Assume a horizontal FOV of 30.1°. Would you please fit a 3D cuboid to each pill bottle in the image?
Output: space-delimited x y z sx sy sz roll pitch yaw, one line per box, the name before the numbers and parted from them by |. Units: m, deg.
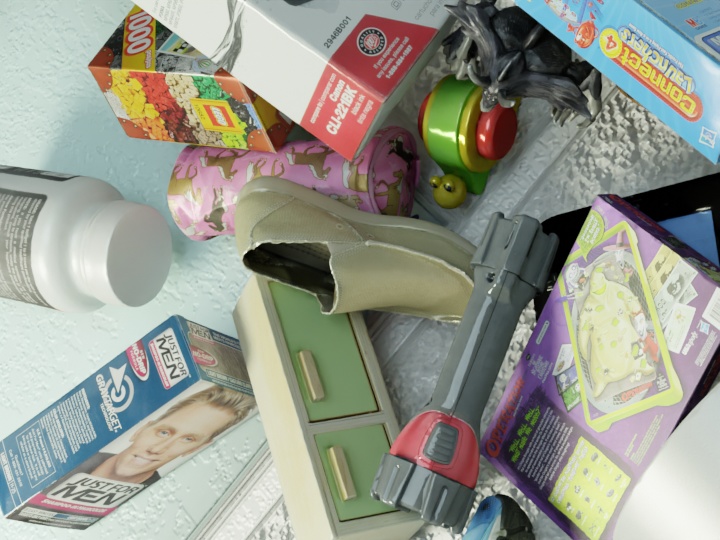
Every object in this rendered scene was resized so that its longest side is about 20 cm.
pill bottle | -0.256 -0.025 1.104 0.198 0.110 0.112 9 80 31

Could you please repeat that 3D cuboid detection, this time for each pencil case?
pencil case | -0.052 -0.064 1.015 0.197 0.087 0.084 -1 54 29

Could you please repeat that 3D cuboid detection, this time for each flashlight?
flashlight | 0.072 0.065 0.872 0.067 0.068 0.202 12 76 48

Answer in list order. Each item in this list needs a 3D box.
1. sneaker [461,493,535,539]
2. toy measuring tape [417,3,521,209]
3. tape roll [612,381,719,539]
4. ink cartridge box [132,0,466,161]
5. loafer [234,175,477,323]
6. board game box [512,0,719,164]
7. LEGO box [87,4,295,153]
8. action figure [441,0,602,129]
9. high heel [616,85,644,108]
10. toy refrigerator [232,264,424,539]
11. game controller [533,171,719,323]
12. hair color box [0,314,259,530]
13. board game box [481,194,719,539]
sneaker | 0.039 0.229 0.885 0.090 0.078 0.201 34 93 35
toy measuring tape | 0.089 -0.143 0.969 0.073 0.073 0.203 16 84 32
tape roll | 0.254 0.135 0.717 0.203 0.202 0.139 -48 59 9
ink cartridge box | -0.040 -0.198 0.919 0.199 0.084 0.145 35 60 2
loafer | 0.000 0.000 0.935 0.197 0.076 0.069 17 52 3
board game box | 0.216 -0.173 0.833 0.196 0.198 0.056 45 140 28
LEGO box | -0.091 -0.192 1.035 0.147 0.078 0.201 8 53 31
action figure | 0.120 -0.149 0.896 0.118 0.103 0.200 35 50 9
high heel | 0.228 -0.050 0.870 0.199 0.071 0.144 28 99 36
toy refrigerator | -0.024 0.097 0.944 0.070 0.075 0.202 -55 46 53
game controller | 0.187 0.003 0.851 0.199 0.042 0.106 -15 71 49
hair color box | -0.178 0.121 1.023 0.199 0.100 0.061 -36 62 16
board game box | 0.156 0.069 0.846 0.120 0.032 0.202 39 119 31
